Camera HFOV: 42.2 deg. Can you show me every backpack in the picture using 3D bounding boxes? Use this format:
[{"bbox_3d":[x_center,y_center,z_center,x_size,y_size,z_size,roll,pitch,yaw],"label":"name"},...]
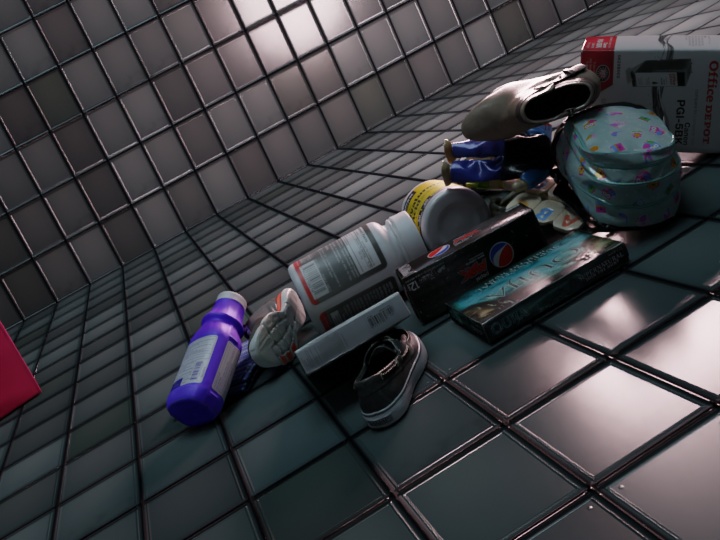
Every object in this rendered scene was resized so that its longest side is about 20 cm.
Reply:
[{"bbox_3d":[0.328,-0.135,1.187,0.163,0.129,0.201,-14,30,7],"label":"backpack"}]

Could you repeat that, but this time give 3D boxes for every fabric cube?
[{"bbox_3d":[-0.830,0.228,1.962,0.198,0.199,0.198,-38,19,-33],"label":"fabric cube"}]

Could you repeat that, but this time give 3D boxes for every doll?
[{"bbox_3d":[0.217,-0.168,1.337,0.195,0.049,0.139,-1,60,19],"label":"doll"}]

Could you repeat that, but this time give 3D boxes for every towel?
[{"bbox_3d":[-0.199,0.154,1.423,0.143,0.024,0.200,-24,12,20],"label":"towel"}]

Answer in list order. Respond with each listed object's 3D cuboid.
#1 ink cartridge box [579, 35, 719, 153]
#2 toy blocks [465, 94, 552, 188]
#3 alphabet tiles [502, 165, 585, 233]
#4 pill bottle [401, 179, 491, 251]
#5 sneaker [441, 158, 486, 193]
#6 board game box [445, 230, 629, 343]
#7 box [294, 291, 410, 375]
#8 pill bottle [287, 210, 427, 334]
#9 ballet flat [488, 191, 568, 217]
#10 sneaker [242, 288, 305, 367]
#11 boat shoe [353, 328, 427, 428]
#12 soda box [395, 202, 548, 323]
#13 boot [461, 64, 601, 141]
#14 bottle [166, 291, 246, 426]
[{"bbox_3d":[0.410,-0.248,1.313,0.195,0.150,0.083,3,25,18],"label":"ink cartridge box"},{"bbox_3d":[0.234,-0.197,1.457,0.197,0.140,0.099,-2,5,-41],"label":"toy blocks"},{"bbox_3d":[0.301,-0.125,1.309,0.198,0.015,0.195,22,52,40],"label":"alphabet tiles"},{"bbox_3d":[0.125,-0.082,1.461,0.110,0.113,0.200,-28,13,-6],"label":"pill bottle"},{"bbox_3d":[0.237,-0.192,1.706,0.197,0.080,0.130,-31,19,32],"label":"sneaker"},{"bbox_3d":[0.210,0.015,1.128,0.197,0.029,0.135,-30,13,-8],"label":"board game box"},{"bbox_3d":[-0.014,0.084,1.172,0.142,0.037,0.200,-29,-5,-7],"label":"box"},{"bbox_3d":[0.000,0.000,1.395,0.197,0.116,0.114,-27,14,-3],"label":"pill bottle"},{"bbox_3d":[0.275,-0.107,1.370,0.197,0.065,0.076,-21,14,20],"label":"ballet flat"},{"bbox_3d":[-0.140,0.097,1.389,0.080,0.078,0.200,-22,13,17],"label":"sneaker"},{"bbox_3d":[0.033,0.107,1.070,0.067,0.057,0.200,-23,15,16],"label":"boat shoe"},{"bbox_3d":[0.149,-0.011,1.244,0.197,0.072,0.063,-28,15,0],"label":"soda box"},{"bbox_3d":[0.222,-0.217,1.242,0.197,0.071,0.146,-25,11,15],"label":"boot"},{"bbox_3d":[-0.210,0.120,1.324,0.083,0.065,0.203,-23,37,35],"label":"bottle"}]
